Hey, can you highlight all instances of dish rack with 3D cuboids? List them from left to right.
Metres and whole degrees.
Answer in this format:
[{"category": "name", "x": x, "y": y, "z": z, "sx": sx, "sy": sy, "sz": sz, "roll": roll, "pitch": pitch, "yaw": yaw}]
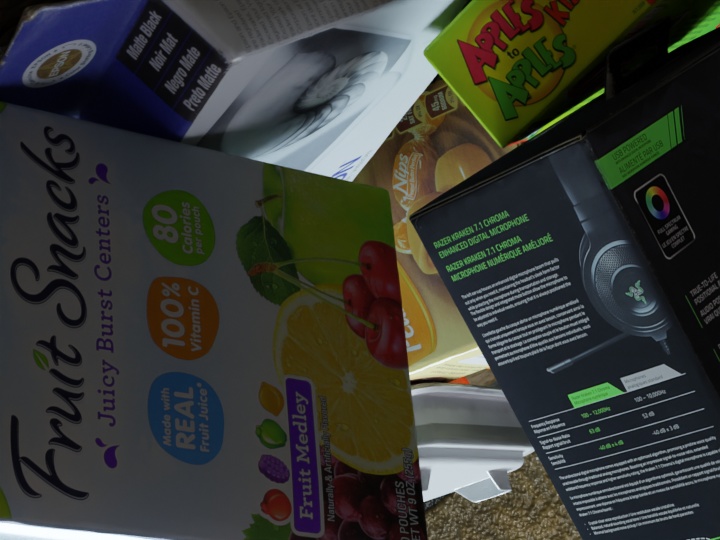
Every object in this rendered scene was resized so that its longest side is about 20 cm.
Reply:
[{"category": "dish rack", "x": -0.017, "y": 0.107, "z": 0.915, "sx": 0.199, "sy": 0.044, "sz": 0.171, "roll": -22, "pitch": 166, "yaw": 24}]

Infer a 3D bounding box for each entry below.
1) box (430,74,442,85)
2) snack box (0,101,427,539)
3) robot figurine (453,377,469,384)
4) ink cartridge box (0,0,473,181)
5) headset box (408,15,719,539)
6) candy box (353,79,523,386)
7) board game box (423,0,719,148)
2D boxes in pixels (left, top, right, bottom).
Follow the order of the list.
[{"category": "box", "x": 0.083, "y": -0.113, "z": 0.918, "sx": 0.160, "sy": 0.044, "sz": 0.200, "roll": -28, "pitch": 167, "yaw": -28}, {"category": "snack box", "x": -0.078, "y": 0.027, "z": 0.608, "sx": 0.199, "sy": 0.143, "sz": 0.053, "roll": 11, "pitch": 148, "yaw": -30}, {"category": "robot figurine", "x": 0.067, "y": -0.002, "z": 1.060, "sx": 0.143, "sy": 0.117, "sz": 0.200, "roll": -29, "pitch": -172, "yaw": -15}, {"category": "ink cartridge box", "x": -0.058, "y": -0.050, "z": 0.700, "sx": 0.199, "sy": 0.041, "sz": 0.200, "roll": -23, "pitch": 165, "yaw": -35}, {"category": "headset box", "x": 0.136, "y": 0.010, "z": 0.666, "sx": 0.174, "sy": 0.201, "sz": 0.093, "roll": -31, "pitch": -176, "yaw": -40}, {"category": "candy box", "x": 0.000, "y": 0.000, "z": 0.850, "sx": 0.199, "sy": 0.116, "sz": 0.055, "roll": -23, "pitch": 164, "yaw": 25}, {"category": "board game box", "x": 0.109, "y": -0.108, "z": 0.742, "sx": 0.102, "sy": 0.048, "sz": 0.200, "roll": -43, "pitch": 170, "yaw": 24}]
